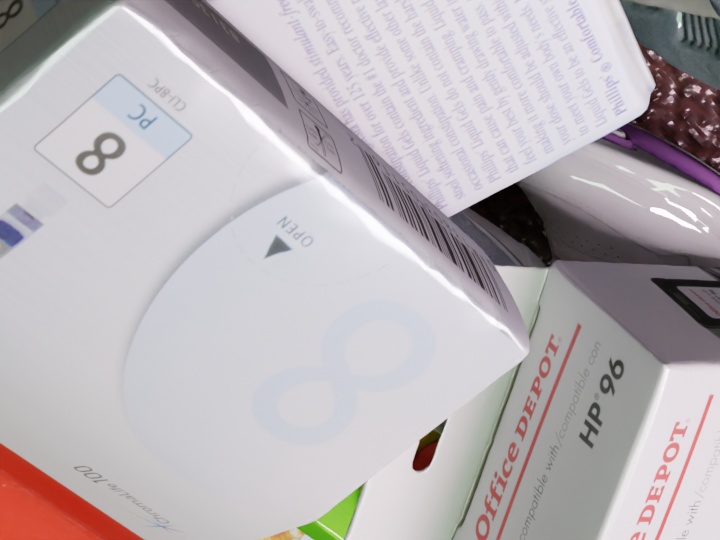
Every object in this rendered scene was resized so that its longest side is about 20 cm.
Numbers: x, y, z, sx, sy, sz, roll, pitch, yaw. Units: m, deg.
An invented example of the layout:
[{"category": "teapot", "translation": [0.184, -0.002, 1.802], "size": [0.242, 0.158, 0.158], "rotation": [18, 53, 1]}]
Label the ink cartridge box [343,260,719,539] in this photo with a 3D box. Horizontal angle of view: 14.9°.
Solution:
[{"category": "ink cartridge box", "translation": [0.104, 0.063, 0.880], "size": [0.199, 0.068, 0.117], "rotation": [2, 118, -35]}]

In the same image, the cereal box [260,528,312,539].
[{"category": "cereal box", "translation": [-0.021, 0.072, 1.024], "size": [0.199, 0.040, 0.144], "rotation": [9, 133, -14]}]

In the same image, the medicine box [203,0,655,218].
[{"category": "medicine box", "translation": [-0.052, -0.084, 0.736], "size": [0.199, 0.183, 0.103], "rotation": [-28, 133, 4]}]

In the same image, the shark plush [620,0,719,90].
[{"category": "shark plush", "translation": [0.155, -0.053, 0.852], "size": [0.200, 0.091, 0.083], "rotation": [37, 134, -6]}]

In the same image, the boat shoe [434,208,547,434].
[{"category": "boat shoe", "translation": [0.000, -0.001, 0.882], "size": [0.070, 0.072, 0.201], "rotation": [-36, 103, 26]}]

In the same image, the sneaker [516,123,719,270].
[{"category": "sneaker", "translation": [0.104, 0.021, 0.938], "size": [0.100, 0.075, 0.200], "rotation": [-51, 126, -5]}]

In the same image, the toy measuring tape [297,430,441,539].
[{"category": "toy measuring tape", "translation": [0.045, 0.096, 0.977], "size": [0.073, 0.074, 0.200], "rotation": [-34, 124, 27]}]

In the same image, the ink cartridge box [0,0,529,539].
[{"category": "ink cartridge box", "translation": [-0.082, 0.029, 0.662], "size": [0.200, 0.047, 0.160], "rotation": [-40, 132, 12]}]
